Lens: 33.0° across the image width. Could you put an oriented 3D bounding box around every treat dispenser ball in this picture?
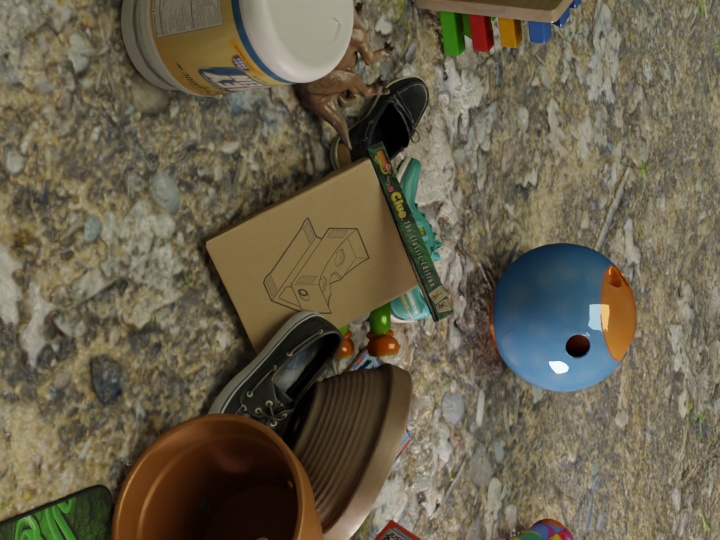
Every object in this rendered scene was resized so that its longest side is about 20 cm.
[{"bbox_3d":[0.275,0.063,1.657,0.200,0.200,0.203,1,89,-51],"label":"treat dispenser ball"}]

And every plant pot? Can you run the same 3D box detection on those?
[{"bbox_3d":[-0.122,0.257,1.189,0.140,0.198,0.202,51,51,-57],"label":"plant pot"},{"bbox_3d":[-0.028,0.182,1.305,0.092,0.201,0.202,26,65,-10],"label":"plant pot"}]

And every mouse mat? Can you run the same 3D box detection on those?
[{"bbox_3d":[-0.280,0.315,1.123,0.160,0.007,0.202,-16,101,-50],"label":"mouse mat"}]

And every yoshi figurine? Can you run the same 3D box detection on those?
[{"bbox_3d":[-0.005,0.000,1.392,0.112,0.111,0.202,-2,88,-44],"label":"yoshi figurine"}]

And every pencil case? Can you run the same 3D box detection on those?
[{"bbox_3d":[0.218,0.407,1.681,0.199,0.088,0.089,-10,97,-49],"label":"pencil case"}]

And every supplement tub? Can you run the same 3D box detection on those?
[{"bbox_3d":[-0.121,-0.246,1.174,0.144,0.199,0.146,1,89,-50],"label":"supplement tub"}]

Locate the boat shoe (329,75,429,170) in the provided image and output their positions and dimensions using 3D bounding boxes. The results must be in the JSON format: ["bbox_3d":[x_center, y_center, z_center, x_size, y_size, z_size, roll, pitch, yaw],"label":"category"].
[{"bbox_3d":[0.038,-0.176,1.479,0.200,0.062,0.075,-46,122,-42],"label":"boat shoe"}]

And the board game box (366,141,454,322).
[{"bbox_3d":[0.054,-0.039,1.347,0.105,0.023,0.201,39,29,-86],"label":"board game box"}]

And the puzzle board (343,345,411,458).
[{"bbox_3d":[-0.011,0.209,1.449,0.200,0.017,0.152,-47,124,-39],"label":"puzzle board"}]

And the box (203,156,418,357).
[{"bbox_3d":[-0.050,-0.007,1.315,0.199,0.021,0.164,-28,114,-11],"label":"box"}]

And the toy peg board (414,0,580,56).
[{"bbox_3d":[0.206,-0.356,1.597,0.200,0.198,0.098,-52,142,-37],"label":"toy peg board"}]

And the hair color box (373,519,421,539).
[{"bbox_3d":[0.006,0.395,1.371,0.200,0.064,0.111,-47,140,-20],"label":"hair color box"}]

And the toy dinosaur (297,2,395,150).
[{"bbox_3d":[-0.039,-0.243,1.376,0.135,0.086,0.202,-2,108,-41],"label":"toy dinosaur"}]

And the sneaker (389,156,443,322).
[{"bbox_3d":[0.061,-0.037,1.479,0.078,0.079,0.202,-16,110,-83],"label":"sneaker"}]

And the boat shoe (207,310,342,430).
[{"bbox_3d":[-0.094,0.128,1.276,0.201,0.056,0.069,-53,128,-12],"label":"boat shoe"}]
